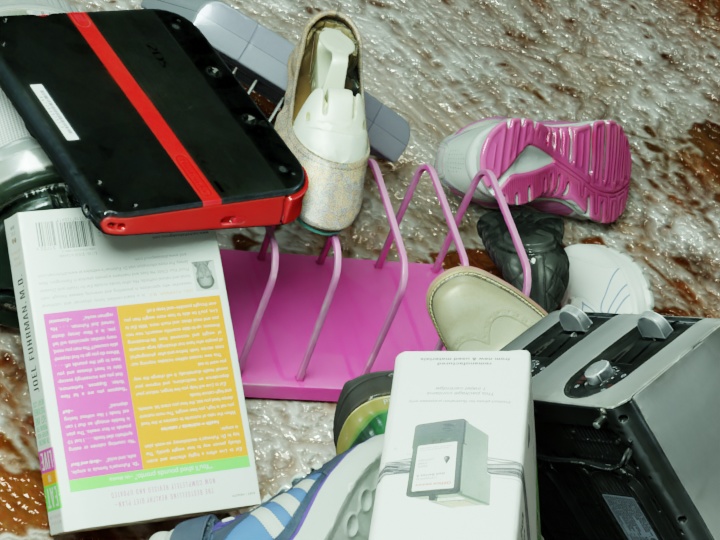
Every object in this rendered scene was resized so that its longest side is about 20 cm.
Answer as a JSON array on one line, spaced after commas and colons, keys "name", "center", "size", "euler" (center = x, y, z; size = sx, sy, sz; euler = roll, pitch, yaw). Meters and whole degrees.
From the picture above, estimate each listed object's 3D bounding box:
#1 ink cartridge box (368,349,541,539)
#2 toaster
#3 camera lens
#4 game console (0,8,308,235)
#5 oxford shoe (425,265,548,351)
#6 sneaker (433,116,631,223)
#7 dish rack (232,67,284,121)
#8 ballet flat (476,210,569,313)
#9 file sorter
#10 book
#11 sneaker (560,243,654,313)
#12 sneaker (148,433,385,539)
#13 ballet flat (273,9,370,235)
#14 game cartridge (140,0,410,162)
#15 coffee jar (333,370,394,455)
[{"name": "ink cartridge box", "center": [0.055, 0.161, 1.470], "size": [0.084, 0.146, 0.200], "euler": [-1, 34, 7]}, {"name": "toaster", "center": [0.180, 0.120, 1.593], "size": [0.119, 0.181, 0.200], "euler": [-40, 110, -24]}, {"name": "camera lens", "center": [-0.222, -0.073, 1.754], "size": [0.159, 0.160, 0.200], "euler": [2, 42, -24]}, {"name": "game console", "center": [-0.142, -0.098, 1.683], "size": [0.176, 0.031, 0.200], "euler": [-9, 48, -38]}, {"name": "oxford shoe", "center": [0.118, 0.081, 1.738], "size": [0.200, 0.071, 0.074], "euler": [48, 11, -14]}, {"name": "sneaker", "center": [0.133, -0.084, 2.007], "size": [0.088, 0.082, 0.200], "euler": [7, -2, 44]}, {"name": "dish rack", "center": [-0.098, -0.122, 1.890], "size": [0.200, 0.055, 0.153], "euler": [32, -3, -4]}, {"name": "ballet flat", "center": [0.118, -0.011, 1.904], "size": [0.066, 0.057, 0.200], "euler": [0, 11, 2]}, {"name": "file sorter", "center": [0.000, 0.000, 1.804], "size": [0.199, 0.126, 0.139], "euler": [4, 41, -22]}, {"name": "book", "center": [-0.145, 0.059, 1.637], "size": [0.133, 0.048, 0.201], "euler": [-5, 82, -28]}, {"name": "sneaker", "center": [0.172, 0.052, 1.874], "size": [0.087, 0.075, 0.200], "euler": [0, 41, -18]}, {"name": "sneaker", "center": [-0.064, 0.161, 1.576], "size": [0.146, 0.081, 0.200], "euler": [4, 36, 32]}, {"name": "ballet flat", "center": [-0.024, -0.110, 1.765], "size": [0.068, 0.067, 0.200], "euler": [12, 39, -15]}, {"name": "game cartridge", "center": [-0.060, -0.147, 1.928], "size": [0.200, 0.041, 0.133], "euler": [31, 1, -28]}, {"name": "coffee jar", "center": [0.048, 0.152, 1.676], "size": [0.104, 0.086, 0.200], "euler": [0, 43, -17]}]
